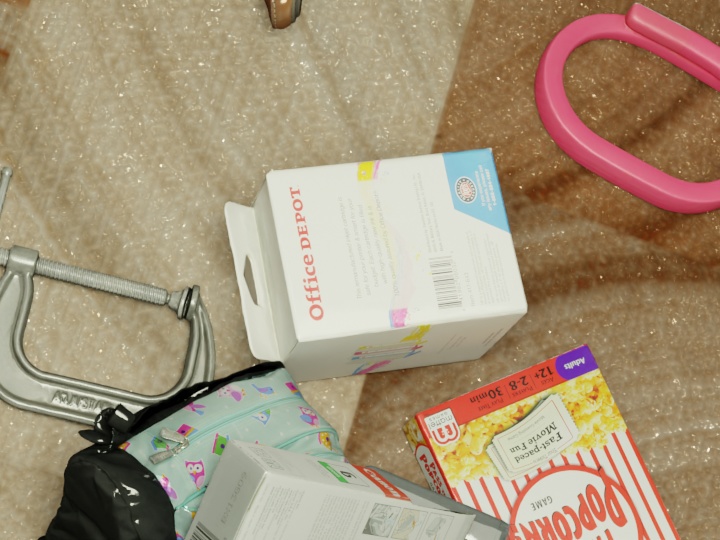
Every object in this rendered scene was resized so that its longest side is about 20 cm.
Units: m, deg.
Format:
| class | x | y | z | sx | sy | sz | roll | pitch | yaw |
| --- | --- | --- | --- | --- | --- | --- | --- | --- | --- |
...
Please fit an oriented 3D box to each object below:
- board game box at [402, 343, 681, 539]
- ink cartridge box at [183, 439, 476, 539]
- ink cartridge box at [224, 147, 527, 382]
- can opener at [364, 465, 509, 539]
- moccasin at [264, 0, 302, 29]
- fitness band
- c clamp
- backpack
| class | x | y | z | sx | sy | sz | roll | pitch | yaw |
| --- | --- | --- | --- | --- | --- | --- | --- | --- | --- |
| board game box | 0.142 | 0.175 | 1.485 | 0.151 | 0.046 | 0.201 | -21 | 78 | -19 |
| ink cartridge box | -0.023 | 0.184 | 1.326 | 0.199 | 0.050 | 0.110 | 16 | 102 | -43 |
| ink cartridge box | 0.000 | 0.000 | 1.466 | 0.199 | 0.125 | 0.129 | -6 | 73 | -16 |
| can opener | 0.081 | 0.200 | 1.410 | 0.199 | 0.053 | 0.067 | 27 | 72 | 2 |
| moccasin | -0.101 | -0.278 | 1.564 | 0.077 | 0.074 | 0.202 | -22 | 81 | -10 |
| fitness band | 0.237 | -0.131 | 1.621 | 0.199 | 0.037 | 0.144 | 28 | 70 | -3 |
| c clamp | -0.194 | 0.030 | 1.460 | 0.199 | 0.027 | 0.172 | 20 | 68 | -7 |
| backpack | -0.106 | 0.152 | 1.376 | 0.199 | 0.167 | 0.127 | -24 | 69 | -36 |
